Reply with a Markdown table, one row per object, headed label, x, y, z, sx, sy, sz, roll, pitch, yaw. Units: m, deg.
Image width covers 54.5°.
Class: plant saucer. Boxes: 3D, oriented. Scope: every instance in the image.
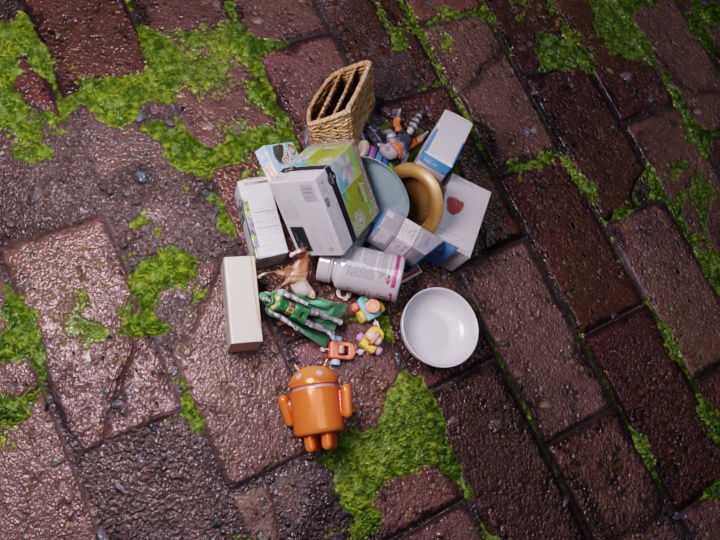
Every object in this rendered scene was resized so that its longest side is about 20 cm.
| label | x | y | z | sx | sy | sz | roll | pitch | yaw |
| --- | --- | --- | --- | --- | --- | --- | --- | --- | --- |
| plant saucer | 0.042 | -0.197 | 1.696 | 0.201 | 0.201 | 0.039 | 43 | 55 | 1 |

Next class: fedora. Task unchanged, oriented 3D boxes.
| label | x | y | z | sx | sy | sz | roll | pitch | yaw |
| --- | --- | --- | --- | --- | --- | --- | --- | --- | --- |
| fedora | 0.144 | -0.176 | 1.715 | 0.082 | 0.201 | 0.201 | -26 | 81 | -40 |

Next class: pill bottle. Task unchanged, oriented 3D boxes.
| label | x | y | z | sx | sy | sz | roll | pitch | yaw |
| --- | --- | --- | --- | --- | --- | --- | --- | --- | --- |
| pill bottle | 0.000 | 0.000 | 1.676 | 0.200 | 0.113 | 0.114 | 13 | 68 | 1 |

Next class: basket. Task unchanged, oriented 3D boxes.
| label | x | y | z | sx | sy | sz | roll | pitch | yaw |
| --- | --- | --- | --- | --- | --- | --- | --- | --- | --- |
| basket | -0.057 | -0.415 | 1.724 | 0.142 | 0.149 | 0.200 | 14 | 60 | 13 |

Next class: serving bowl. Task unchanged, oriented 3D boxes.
| label | x | y | z | sx | sy | sz | roll | pitch | yaw |
| --- | --- | --- | --- | --- | --- | --- | --- | --- | --- |
| serving bowl | 0.187 | 0.145 | 1.721 | 0.200 | 0.066 | 0.201 | 5 | 71 | -15 |

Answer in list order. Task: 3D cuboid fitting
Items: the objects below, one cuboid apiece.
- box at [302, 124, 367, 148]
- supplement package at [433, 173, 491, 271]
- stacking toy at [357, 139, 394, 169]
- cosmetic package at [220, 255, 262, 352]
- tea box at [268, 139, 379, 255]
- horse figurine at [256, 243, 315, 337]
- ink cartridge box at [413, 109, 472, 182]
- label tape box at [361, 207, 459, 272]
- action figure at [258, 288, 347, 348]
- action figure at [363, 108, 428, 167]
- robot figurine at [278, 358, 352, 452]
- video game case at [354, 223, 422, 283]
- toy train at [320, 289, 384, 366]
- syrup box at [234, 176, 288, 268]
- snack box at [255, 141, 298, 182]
| label | x | y | z | sx | sy | sz | roll | pitch | yaw |
| --- | --- | --- | --- | --- | --- | --- | --- | --- | --- |
| box | -0.052 | -0.280 | 1.801 | 0.161 | 0.049 | 0.200 | -6 | 75 | -21 |
| supplement package | 0.235 | -0.123 | 1.795 | 0.121 | 0.120 | 0.200 | 24 | 67 | -8 |
| stacking toy | 0.065 | -0.243 | 1.765 | 0.200 | 0.085 | 0.086 | 30 | 65 | -22 |
| cosmetic package | -0.272 | 0.077 | 1.587 | 0.073 | 0.104 | 0.200 | -4 | 74 | -17 |
| tea box | -0.079 | -0.168 | 1.623 | 0.197 | 0.133 | 0.200 | -53 | 133 | -43 |
| horse figurine | -0.154 | 0.051 | 1.629 | 0.132 | 0.050 | 0.200 | -28 | 112 | -18 |
| ink cartridge box | 0.195 | -0.291 | 1.796 | 0.086 | 0.200 | 0.147 | 29 | 66 | -4 |
| label tape box | 0.118 | -0.056 | 1.705 | 0.200 | 0.144 | 0.063 | 29 | 67 | -5 |
| action figure | -0.140 | 0.095 | 1.591 | 0.200 | 0.055 | 0.118 | 24 | 97 | -16 |
| action figure | 0.089 | -0.361 | 1.828 | 0.200 | 0.105 | 0.194 | 46 | 46 | -18 |
| robot figurine | -0.100 | 0.301 | 1.557 | 0.116 | 0.144 | 0.200 | 5 | 70 | -39 |
| video game case | 0.049 | -0.050 | 1.771 | 0.143 | 0.017 | 0.200 | -27 | 81 | -23 |
| toy train | -0.010 | 0.133 | 1.672 | 0.150 | 0.056 | 0.200 | 12 | 70 | -13 |
| syrup box | -0.239 | -0.115 | 1.673 | 0.081 | 0.079 | 0.200 | -13 | 76 | -20 |
| snack box | -0.169 | -0.212 | 1.704 | 0.116 | 0.037 | 0.200 | -25 | 90 | -56 |
